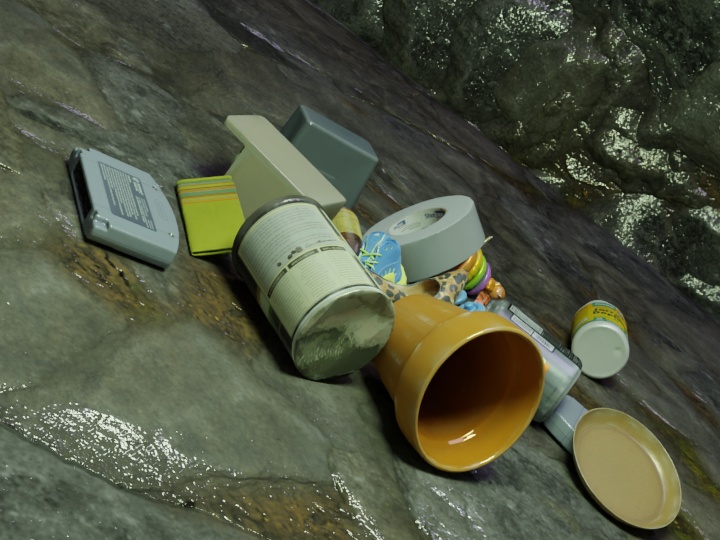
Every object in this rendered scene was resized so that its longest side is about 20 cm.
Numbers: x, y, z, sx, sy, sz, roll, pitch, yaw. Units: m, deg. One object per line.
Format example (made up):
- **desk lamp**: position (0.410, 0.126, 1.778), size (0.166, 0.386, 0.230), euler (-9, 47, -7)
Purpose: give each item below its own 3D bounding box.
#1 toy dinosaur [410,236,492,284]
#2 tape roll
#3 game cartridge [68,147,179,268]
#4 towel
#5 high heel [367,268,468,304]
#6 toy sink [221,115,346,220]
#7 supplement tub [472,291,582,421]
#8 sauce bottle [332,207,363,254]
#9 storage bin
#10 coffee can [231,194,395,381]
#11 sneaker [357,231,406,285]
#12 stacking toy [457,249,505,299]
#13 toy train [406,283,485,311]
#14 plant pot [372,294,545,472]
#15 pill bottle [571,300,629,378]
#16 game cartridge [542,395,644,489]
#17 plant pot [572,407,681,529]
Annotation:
- **toy dinosaur**: position (0.120, -0.001, 1.811), size (0.197, 0.109, 0.060), euler (-5, -14, 39)
- **tape roll**: position (0.102, -0.052, 1.789), size (0.201, 0.197, 0.067), euler (-79, 148, -69)
- **game cartridge**: position (-0.301, -0.080, 1.401), size (0.132, 0.042, 0.201), euler (28, 20, -35)
- **towel**: position (-0.209, -0.077, 1.536), size (0.084, 0.018, 0.201), euler (-7, 34, -12)
- **high heel**: position (0.064, 0.010, 1.531), size (0.071, 0.198, 0.144), euler (18, -44, 56)
- **toy sink**: position (-0.143, -0.130, 1.677), size (0.200, 0.112, 0.130), euler (45, 20, 10)
- **supplement tub**: position (0.240, 0.132, 1.714), size (0.199, 0.123, 0.122), euler (38, 19, 7)
- **sauce bottle**: position (-0.024, -0.034, 1.739), size (0.065, 0.066, 0.201), euler (28, 23, -20)
- **storage bin**: position (-0.069, -0.185, 1.903), size (0.198, 0.135, 0.146), euler (25, 21, -27)
- **coffee can**: position (-0.063, 0.020, 1.407), size (0.145, 0.147, 0.201), euler (17, 27, -43)
- **sneaker**: position (0.000, 0.000, 1.589), size (0.075, 0.107, 0.199), euler (6, 14, 29)
- **stacking toy**: position (0.202, -0.001, 2.025), size (0.199, 0.110, 0.116), euler (38, 3, -31)
- **toy train**: position (0.112, 0.079, 1.616), size (0.113, 0.088, 0.200), euler (-22, 26, -18)
- **plant pot**: position (0.108, 0.125, 1.413), size (0.198, 0.203, 0.183), euler (21, 12, -37)
- **pill bottle**: position (0.471, 0.127, 2.148), size (0.112, 0.114, 0.200), euler (36, 19, 1)
- **game cartridge**: position (0.381, 0.286, 1.732), size (0.199, 0.041, 0.133), euler (41, 23, 9)
- **plant pot**: position (0.397, 0.302, 1.647), size (0.197, 0.028, 0.202), euler (19, 44, -19)
